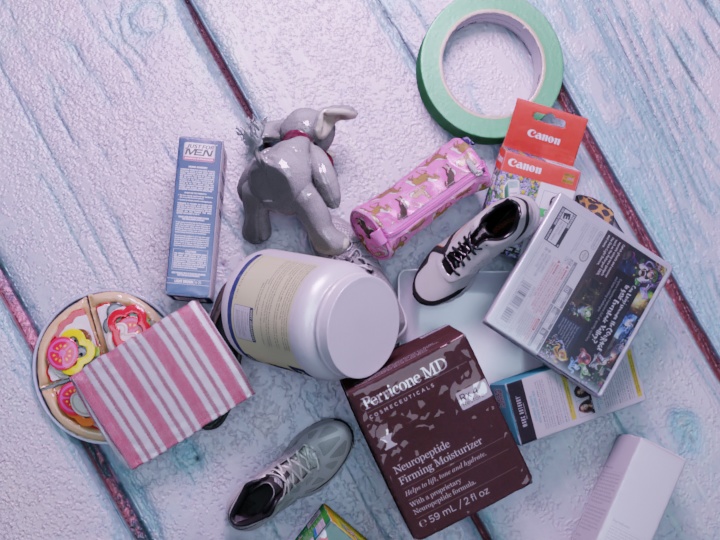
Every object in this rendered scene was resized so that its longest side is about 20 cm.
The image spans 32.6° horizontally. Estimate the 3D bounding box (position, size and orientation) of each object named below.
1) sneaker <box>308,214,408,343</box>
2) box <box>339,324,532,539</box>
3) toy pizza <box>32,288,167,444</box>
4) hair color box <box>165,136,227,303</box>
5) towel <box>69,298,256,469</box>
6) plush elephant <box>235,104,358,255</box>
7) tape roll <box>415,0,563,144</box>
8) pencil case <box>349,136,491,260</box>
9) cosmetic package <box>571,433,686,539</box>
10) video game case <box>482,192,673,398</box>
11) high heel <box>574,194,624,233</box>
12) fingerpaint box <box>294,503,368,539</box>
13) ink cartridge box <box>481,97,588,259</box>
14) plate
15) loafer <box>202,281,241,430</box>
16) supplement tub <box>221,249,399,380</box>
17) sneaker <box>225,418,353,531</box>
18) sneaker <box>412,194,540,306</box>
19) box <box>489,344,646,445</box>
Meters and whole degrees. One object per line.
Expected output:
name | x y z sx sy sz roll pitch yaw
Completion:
sneaker | 0.000 0.000 1.608 0.074 0.082 0.201 -35 72 -7
box | 0.089 0.196 1.536 0.164 0.164 0.202 -26 94 -2
toy pizza | -0.328 0.124 1.601 0.197 0.032 0.204 1 85 -5
hair color box | -0.212 -0.063 1.596 0.060 0.100 0.203 5 84 -3
towel | -0.251 0.145 1.566 0.198 0.030 0.147 -31 99 3
plush elephant | -0.079 -0.141 1.603 0.155 0.163 0.202 -47 128 -42
tape roll | 0.176 -0.275 1.679 0.197 0.048 0.204 1 84 -6
pencil case | 0.078 -0.093 1.612 0.199 0.087 0.083 -35 73 -21
cosmetic package | 0.341 0.321 1.611 0.071 0.101 0.202 26 84 -3
video game case | 0.282 0.031 1.595 0.181 0.023 0.201 32 80 -1
high heel | 0.279 -0.001 1.649 0.199 0.071 0.143 -38 91 -20
fingerpaint box | 0.000 0.377 1.524 0.166 0.200 0.074 40 83 -1
ink cartridge box | 0.230 -0.115 1.639 0.107 0.050 0.203 15 102 -5
plate | 0.145 0.101 1.648 0.196 0.032 0.203 0 85 -4
loafer | -0.184 0.106 1.600 0.071 0.063 0.203 14 83 -3
supplement tub | -0.063 0.055 1.528 0.144 0.198 0.147 -9 103 -43
sneaker | -0.085 0.266 1.568 0.200 0.115 0.076 -39 89 -8
sneaker | 0.140 -0.031 1.587 0.200 0.080 0.074 -42 76 11
box | 0.274 0.160 1.621 0.197 0.049 0.083 -15 91 -20
